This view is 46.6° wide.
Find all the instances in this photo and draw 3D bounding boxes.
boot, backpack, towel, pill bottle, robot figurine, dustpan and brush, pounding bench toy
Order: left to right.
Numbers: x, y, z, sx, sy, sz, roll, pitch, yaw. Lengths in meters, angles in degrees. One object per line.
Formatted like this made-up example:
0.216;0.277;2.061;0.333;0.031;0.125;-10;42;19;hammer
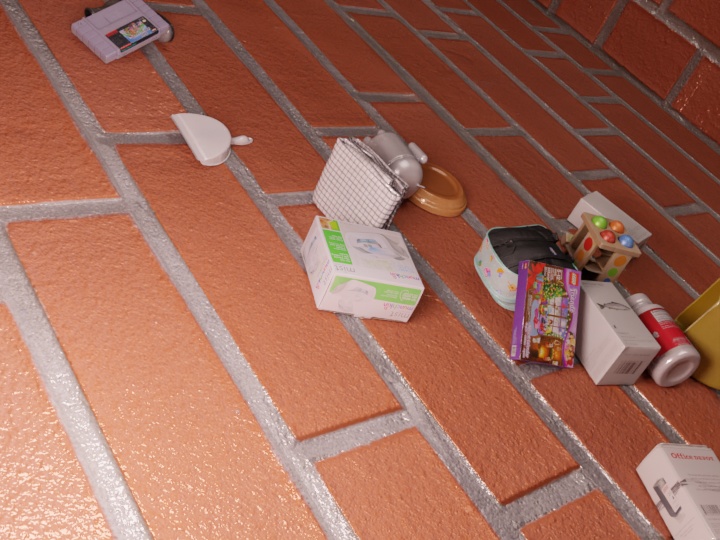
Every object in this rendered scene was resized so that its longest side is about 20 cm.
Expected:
-0.570;-0.600;2.060;0.197;0.071;0.132;26;40;10;boot
-0.312;-0.289;1.842;0.198;0.057;0.141;-18;66;-39;dustpan and brush
0.003;-0.165;1.789;0.200;0.167;0.085;45;32;24;towel
0.075;-0.247;1.989;0.167;0.114;0.201;-29;54;-6;robot figurine
0.346;-0.006;1.825;0.197;0.154;0.178;3;46;-33;backpack
0.575;-0.070;2.066;0.122;0.158;0.202;11;37;-21;pounding bench toy
0.661;0.151;1.877;0.110;0.113;0.202;5;39;-29;pill bottle

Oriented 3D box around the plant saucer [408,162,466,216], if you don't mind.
0.180;-0.211;2.083;0.196;0.038;0.202;19;36;-14;plant saucer

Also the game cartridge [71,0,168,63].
-0.568;-0.577;1.987;0.129;0.039;0.200;38;53;12;game cartridge

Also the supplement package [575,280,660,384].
0.526;0.133;1.803;0.115;0.119;0.202;3;40;-30;supplement package

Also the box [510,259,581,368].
0.381;0.091;1.716;0.134;0.039;0.205;10;82;-23;box

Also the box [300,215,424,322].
0.000;0.000;1.634;0.196;0.098;0.178;11;35;-25;box

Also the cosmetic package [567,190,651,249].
0.675;-0.119;2.267;0.200;0.082;0.112;43;37;23;cosmetic package

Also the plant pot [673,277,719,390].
0.849;0.163;1.936;0.200;0.196;0.194;43;36;8;plant pot

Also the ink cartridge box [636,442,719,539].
0.617;0.422;1.520;0.143;0.086;0.202;9;40;-25;ink cartridge box
